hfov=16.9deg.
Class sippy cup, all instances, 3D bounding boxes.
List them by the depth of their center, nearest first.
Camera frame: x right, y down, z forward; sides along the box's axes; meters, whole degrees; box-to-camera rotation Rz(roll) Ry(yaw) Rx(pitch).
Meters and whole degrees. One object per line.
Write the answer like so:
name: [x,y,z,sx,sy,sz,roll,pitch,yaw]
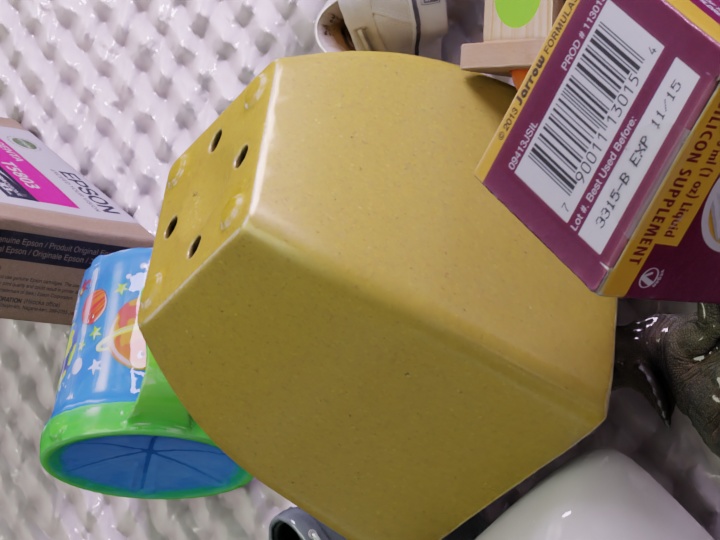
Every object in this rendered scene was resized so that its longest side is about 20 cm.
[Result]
sippy cup: [-0.128,0.061,1.501,0.177,0.139,0.131,-21,58,41]

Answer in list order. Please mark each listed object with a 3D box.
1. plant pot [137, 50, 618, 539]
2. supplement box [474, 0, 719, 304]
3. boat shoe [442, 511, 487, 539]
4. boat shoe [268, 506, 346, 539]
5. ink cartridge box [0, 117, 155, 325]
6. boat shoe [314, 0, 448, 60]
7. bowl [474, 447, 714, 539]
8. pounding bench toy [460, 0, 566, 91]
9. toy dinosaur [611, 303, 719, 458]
plant pot: [0.000,0.000,1.263,0.194,0.199,0.197,-41,30,43]
supplement box: [0.173,-0.061,1.140,0.103,0.199,0.132,46,119,37]
boat shoe: [0.036,0.154,1.362,0.201,0.073,0.067,60,149,29]
boat shoe: [-0.016,0.234,1.422,0.073,0.061,0.202,-19,74,43]
ink cartridge box: [-0.258,-0.041,1.623,0.200,0.164,0.076,36,111,41]
boat shoe: [0.008,-0.137,1.339,0.200,0.069,0.072,106,155,-86]
bowl: [0.114,0.219,1.230,0.200,0.075,0.200,49,122,10]
pounding bench toy: [0.112,-0.160,1.268,0.199,0.124,0.158,3,90,47]
toy dinosaur: [0.195,0.060,1.216,0.200,0.077,0.103,35,124,37]
